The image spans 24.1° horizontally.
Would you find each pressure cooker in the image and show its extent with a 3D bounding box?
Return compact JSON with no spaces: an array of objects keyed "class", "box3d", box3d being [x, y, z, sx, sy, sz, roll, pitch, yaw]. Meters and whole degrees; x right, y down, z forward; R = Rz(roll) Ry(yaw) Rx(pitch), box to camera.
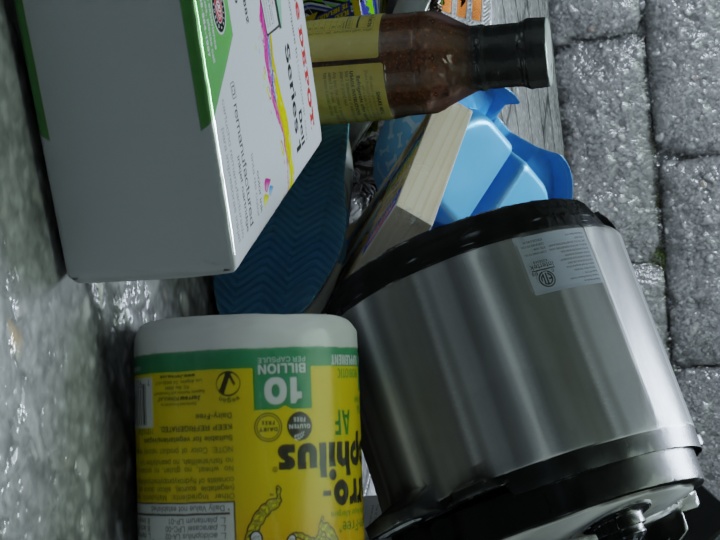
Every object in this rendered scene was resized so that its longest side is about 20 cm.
[{"class":"pressure cooker","box3d":[0.083,0.083,0.890,0.179,0.175,0.201,41,28,-72]}]

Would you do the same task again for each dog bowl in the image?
[{"class":"dog bowl","box3d":[0.076,-0.060,1.155,0.112,0.049,0.200,-56,144,-6]}]

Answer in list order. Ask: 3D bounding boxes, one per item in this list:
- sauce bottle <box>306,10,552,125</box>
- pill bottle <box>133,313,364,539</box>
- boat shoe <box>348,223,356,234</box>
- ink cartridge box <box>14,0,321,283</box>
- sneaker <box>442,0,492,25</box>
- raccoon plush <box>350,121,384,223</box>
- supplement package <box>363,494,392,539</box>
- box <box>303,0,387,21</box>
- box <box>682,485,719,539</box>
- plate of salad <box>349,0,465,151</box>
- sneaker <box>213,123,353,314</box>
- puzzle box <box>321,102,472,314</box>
[{"class":"sauce bottle","box3d":[0.013,-0.119,0.996,0.066,0.199,0.066,-1,90,-79]},{"class":"pill bottle","box3d":[-0.053,0.125,0.827,0.113,0.112,0.201,23,65,-77]},{"class":"boat shoe","box3d":[0.057,0.038,1.204,0.200,0.065,0.072,51,-2,-3]},{"class":"ink cartridge box","box3d":[-0.084,-0.098,0.809,0.200,0.084,0.146,-65,149,-67]},{"class":"sneaker","box3d":[0.044,-0.124,1.251,0.112,0.077,0.201,-15,-117,60]},{"class":"raccoon plush","box3d":[0.009,-0.052,1.327,0.200,0.097,0.135,-35,142,-40]},{"class":"supplement package","box3d":[0.008,0.254,1.002,0.200,0.110,0.156,63,28,-42]},{"class":"box","box3d":[-0.017,-0.206,1.107,0.200,0.070,0.065,-79,162,-49]},{"class":"box","box3d":[0.142,0.186,1.048,0.124,0.148,0.200,-42,149,-14]},{"class":"plate of salad","box3d":[0.024,-0.153,1.155,0.201,0.048,0.200,-60,-167,23]},{"class":"sneaker","box3d":[-0.039,-0.019,1.030,0.081,0.076,0.201,86,13,-45]},{"class":"puzzle box","box3d":[0.000,0.000,1.031,0.200,0.025,0.133,-57,-172,36]}]
